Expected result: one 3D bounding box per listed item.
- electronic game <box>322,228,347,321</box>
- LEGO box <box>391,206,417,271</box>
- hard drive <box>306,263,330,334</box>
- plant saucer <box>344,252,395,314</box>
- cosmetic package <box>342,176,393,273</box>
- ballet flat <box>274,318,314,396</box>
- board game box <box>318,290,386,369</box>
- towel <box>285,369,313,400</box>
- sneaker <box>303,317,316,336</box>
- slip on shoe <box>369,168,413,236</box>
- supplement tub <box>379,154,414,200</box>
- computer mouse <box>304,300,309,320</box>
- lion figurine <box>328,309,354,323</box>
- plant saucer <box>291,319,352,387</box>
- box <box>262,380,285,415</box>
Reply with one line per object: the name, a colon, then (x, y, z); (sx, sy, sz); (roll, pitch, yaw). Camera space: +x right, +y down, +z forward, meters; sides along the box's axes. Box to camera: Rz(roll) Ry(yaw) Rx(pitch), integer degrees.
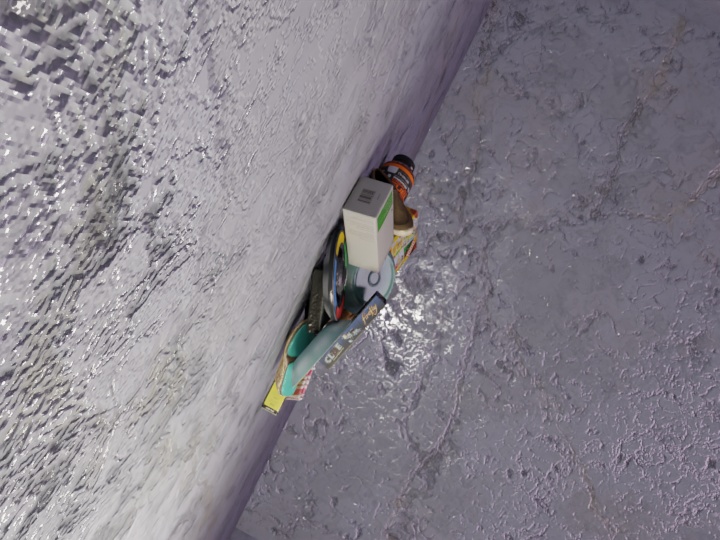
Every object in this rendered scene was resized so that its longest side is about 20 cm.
electronic game: (-0.050, 0.010, 1.251); (0.200, 0.041, 0.204); (2, 90, -84)
LEGO box: (0.093, -0.080, 1.719); (0.200, 0.076, 0.151); (-49, 150, -36)
hard drive: (-0.086, 0.057, 1.329); (0.200, 0.032, 0.142); (-44, 141, -81)
plant saucer: (0.025, 0.017, 1.436); (0.036, 0.199, 0.202); (14, -108, 47)
cosmetic package: (0.021, -0.101, 1.298); (0.201, 0.084, 0.109); (82, 30, -55)
ballet flat: (-0.165, 0.200, 1.360); (0.065, 0.070, 0.203); (32, -76, 53)
board game box: (-0.016, 0.138, 1.351); (0.200, 0.035, 0.135); (-49, 179, 3)
towel: (-0.168, 0.285, 1.667); (0.146, 0.030, 0.203); (-17, -133, 59)
sneaker: (-0.115, 0.115, 1.540); (0.080, 0.075, 0.203); (-13, -128, 51)
slip on shoe: (0.073, -0.171, 1.403); (0.061, 0.075, 0.202); (96, -23, -51)
supplement tub: (0.084, -0.231, 1.587); (0.202, 0.106, 0.107); (-63, 178, -28)
computer mouse: (-0.138, 0.150, 1.437); (0.059, 0.033, 0.203); (-57, 164, -75)
lion figurine: (-0.057, 0.146, 1.616); (0.121, 0.073, 0.201); (-24, -162, 23)
plant saucer: (-0.098, 0.174, 1.277); (0.201, 0.039, 0.201); (-48, 180, 0)
box: (-0.207, 0.301, 1.598); (0.202, 0.050, 0.075); (-64, 177, -8)
